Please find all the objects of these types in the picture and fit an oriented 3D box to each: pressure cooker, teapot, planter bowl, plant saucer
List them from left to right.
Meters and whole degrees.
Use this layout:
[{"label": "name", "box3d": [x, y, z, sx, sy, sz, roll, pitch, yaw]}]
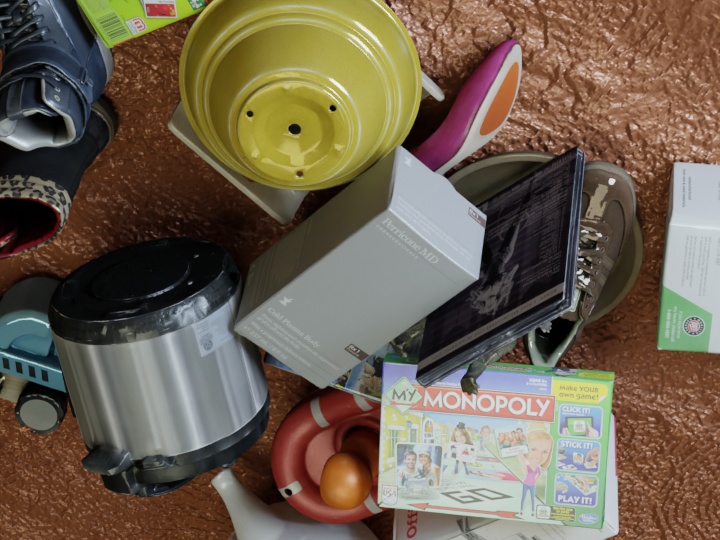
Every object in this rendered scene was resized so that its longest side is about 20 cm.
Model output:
[{"label": "pressure cooker", "box3d": [-0.171, 0.093, 1.628, 0.174, 0.179, 0.201, -15, 115, -4]}, {"label": "teapot", "box3d": [-0.070, 0.307, 1.879, 0.196, 0.146, 0.201, 3, 117, -36]}, {"label": "planter bowl", "box3d": [-0.050, -0.130, 1.486, 0.198, 0.084, 0.202, 1, 124, 1]}, {"label": "plant saucer", "box3d": [0.148, -0.027, 1.636, 0.198, 0.030, 0.201, 5, 130, 6]}]

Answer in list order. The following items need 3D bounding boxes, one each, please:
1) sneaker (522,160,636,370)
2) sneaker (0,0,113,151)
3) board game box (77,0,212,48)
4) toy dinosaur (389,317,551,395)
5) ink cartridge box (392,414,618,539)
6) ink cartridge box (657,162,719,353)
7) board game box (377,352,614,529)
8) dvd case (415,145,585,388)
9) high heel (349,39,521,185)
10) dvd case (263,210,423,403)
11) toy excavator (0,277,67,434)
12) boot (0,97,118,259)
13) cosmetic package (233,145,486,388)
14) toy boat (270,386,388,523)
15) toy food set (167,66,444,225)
[{"label": "sneaker", "box3d": [0.187, 0.002, 1.585, 0.070, 0.076, 0.201, 13, 130, -1]}, {"label": "sneaker", "box3d": [-0.273, -0.192, 1.498, 0.076, 0.147, 0.203, -16, 123, 23]}, {"label": "board game box", "box3d": [-0.205, -0.282, 1.475, 0.101, 0.048, 0.201, -18, 124, 22]}, {"label": "toy dinosaur", "box3d": [0.090, 0.046, 1.579, 0.199, 0.102, 0.077, -5, 119, 50]}, {"label": "ink cartridge box", "box3d": [0.135, 0.201, 1.747, 0.199, 0.147, 0.083, -26, 127, 28]}, {"label": "ink cartridge box", "box3d": [0.355, -0.005, 1.581, 0.198, 0.088, 0.146, 4, 130, 8]}, {"label": "board game box", "box3d": [0.116, 0.147, 1.618, 0.198, 0.029, 0.136, 4, 106, 9]}, {"label": "dvd case", "box3d": [0.116, -0.005, 1.510, 0.148, 0.201, 0.016, -31, 117, 30]}, {"label": "high heel", "box3d": [0.059, -0.120, 1.558, 0.096, 0.067, 0.201, 37, 114, 21]}, {"label": "dvd case", "box3d": [0.026, 0.045, 1.646, 0.198, 0.018, 0.144, 19, 100, 8]}, {"label": "toy excavator", "box3d": [-0.270, 0.047, 1.735, 0.193, 0.100, 0.201, 17, 121, -6]}, {"label": "boot", "box3d": [-0.314, -0.076, 1.594, 0.198, 0.151, 0.074, -8, 128, 15]}, {"label": "cosmetic package", "box3d": [0.000, 0.000, 1.544, 0.107, 0.091, 0.200, 35, 131, -21]}, {"label": "toy boat", "box3d": [-0.001, 0.173, 1.712, 0.199, 0.131, 0.131, -25, 102, 34]}, {"label": "toy food set", "box3d": [-0.046, -0.136, 1.558, 0.143, 0.061, 0.200, 40, 125, -21]}]
